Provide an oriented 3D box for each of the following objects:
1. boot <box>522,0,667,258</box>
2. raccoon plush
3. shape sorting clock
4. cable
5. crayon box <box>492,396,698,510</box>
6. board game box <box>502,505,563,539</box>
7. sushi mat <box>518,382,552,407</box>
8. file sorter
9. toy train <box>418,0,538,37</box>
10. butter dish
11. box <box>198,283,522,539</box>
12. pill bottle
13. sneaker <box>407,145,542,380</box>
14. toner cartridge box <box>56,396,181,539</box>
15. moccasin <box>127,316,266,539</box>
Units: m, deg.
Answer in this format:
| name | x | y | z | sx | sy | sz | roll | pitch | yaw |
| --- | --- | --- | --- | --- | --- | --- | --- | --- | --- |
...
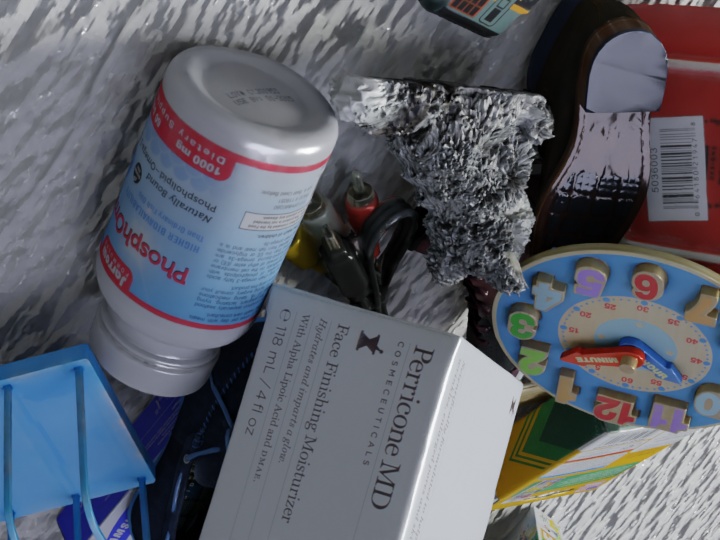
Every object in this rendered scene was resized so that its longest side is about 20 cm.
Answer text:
| name | x | y | z | sx | sy | sz | roll | pitch | yaw |
| --- | --- | --- | --- | --- | --- | --- | --- | --- | --- |
| boot | 0.148 | -0.092 | 1.200 | 0.074 | 0.097 | 0.202 | 4 | 125 | -16 |
| raccoon plush | 0.038 | -0.052 | 1.137 | 0.198 | 0.096 | 0.136 | 1 | 100 | -39 |
| shape sorting clock | 0.184 | 0.050 | 1.215 | 0.198 | 0.040 | 0.201 | 14 | 149 | 9 |
| cable | 0.000 | 0.000 | 1.247 | 0.096 | 0.051 | 0.201 | -26 | 149 | -3 |
| crayon box | 0.185 | 0.132 | 1.443 | 0.125 | 0.052 | 0.200 | -7 | 159 | -30 |
| board game box | 0.101 | 0.310 | 1.539 | 0.034 | 0.135 | 0.200 | 36 | 106 | -11 |
| sushi mat | 0.168 | 0.089 | 1.422 | 0.198 | 0.012 | 0.096 | -10 | 169 | -25 |
| file sorter | -0.238 | 0.156 | 1.114 | 0.198 | 0.124 | 0.139 | -14 | 138 | 5 |
| toy train | 0.046 | -0.209 | 1.044 | 0.199 | 0.086 | 0.114 | 17 | 128 | -43 |
| butter dish | 0.265 | -0.077 | 1.228 | 0.147 | 0.198 | 0.202 | -13 | 109 | -55 |
| box | 0.003 | 0.135 | 1.147 | 0.200 | 0.129 | 0.201 | 38 | 67 | -70 |
| pill bottle | -0.097 | -0.026 | 1.093 | 0.108 | 0.109 | 0.201 | 2 | 127 | -36 |
| sneaker | 0.074 | 0.001 | 1.277 | 0.114 | 0.076 | 0.202 | -2 | 119 | -27 |
| toner cartridge box | -0.118 | 0.130 | 1.278 | 0.095 | 0.043 | 0.200 | 24 | 113 | -43 |
| moccasin | -0.088 | 0.125 | 1.208 | 0.080 | 0.068 | 0.201 | 4 | 125 | -35 |
